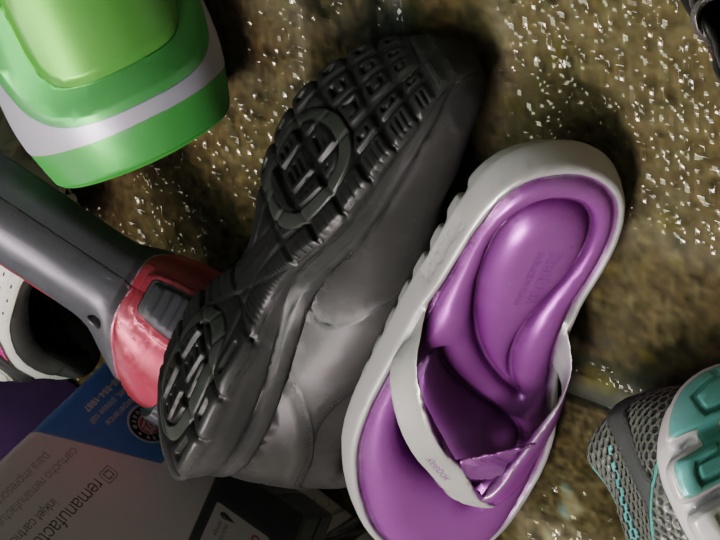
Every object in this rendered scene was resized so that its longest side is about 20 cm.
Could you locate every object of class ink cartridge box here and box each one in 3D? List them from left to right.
[{"bbox_3d":[-0.062,0.145,1.073,0.200,0.145,0.084,37,129,6],"label":"ink cartridge box"}]

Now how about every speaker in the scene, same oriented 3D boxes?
[{"bbox_3d":[-0.119,-0.135,0.995,0.088,0.088,0.201,-7,113,46],"label":"speaker"}]

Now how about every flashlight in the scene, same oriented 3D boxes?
[{"bbox_3d":[-0.123,-0.010,1.053,0.199,0.068,0.068,34,116,-12],"label":"flashlight"}]

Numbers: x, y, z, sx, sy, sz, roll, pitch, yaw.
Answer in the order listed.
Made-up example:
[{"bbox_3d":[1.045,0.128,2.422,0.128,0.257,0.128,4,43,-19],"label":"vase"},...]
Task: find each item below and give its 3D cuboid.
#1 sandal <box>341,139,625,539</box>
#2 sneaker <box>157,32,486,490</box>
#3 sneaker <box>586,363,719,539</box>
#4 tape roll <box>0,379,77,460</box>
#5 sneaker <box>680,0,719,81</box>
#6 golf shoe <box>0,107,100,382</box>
[{"bbox_3d":[0.042,0.042,0.965,0.050,0.082,0.204,-108,23,-45],"label":"sandal"},{"bbox_3d":[0.000,0.000,0.994,0.201,0.090,0.076,-58,29,31],"label":"sneaker"},{"bbox_3d":[0.141,0.121,0.955,0.091,0.077,0.201,-1,115,62],"label":"sneaker"},{"bbox_3d":[-0.168,0.139,1.241,0.199,0.085,0.201,25,133,30],"label":"tape roll"},{"bbox_3d":[0.135,-0.055,0.810,0.077,0.082,0.201,-26,98,50],"label":"sneaker"},{"bbox_3d":[-0.148,-0.040,1.111,0.092,0.073,0.201,14,134,20],"label":"golf shoe"}]
